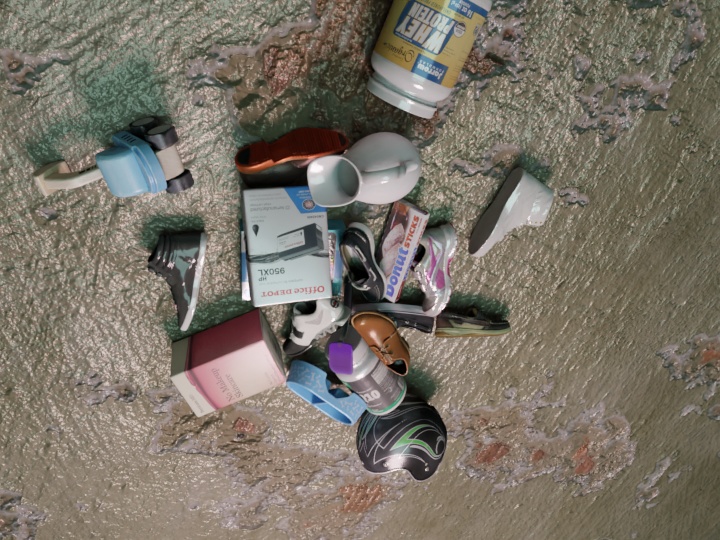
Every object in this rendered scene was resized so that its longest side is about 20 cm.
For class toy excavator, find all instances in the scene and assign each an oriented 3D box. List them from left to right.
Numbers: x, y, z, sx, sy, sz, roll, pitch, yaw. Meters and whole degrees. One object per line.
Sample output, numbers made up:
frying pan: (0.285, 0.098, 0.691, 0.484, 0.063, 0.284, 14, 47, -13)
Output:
toy excavator: (-0.399, -0.164, 0.903, 0.199, 0.194, 0.101, -32, 129, -28)

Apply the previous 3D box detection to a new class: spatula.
spatula: (-0.032, 0.110, 1.163, 0.056, 0.202, 0.021, 0, 167, 26)

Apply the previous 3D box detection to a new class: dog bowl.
dog bowl: (-0.078, 0.272, 1.245, 0.199, 0.111, 0.050, 37, 62, -15)

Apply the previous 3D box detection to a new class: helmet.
helmet: (0.088, 0.386, 1.330, 0.190, 0.201, 0.201, 29, 110, -25)

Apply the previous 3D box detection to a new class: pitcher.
pitcher: (0.036, -0.167, 0.955, 0.199, 0.170, 0.123, -24, 113, -46)

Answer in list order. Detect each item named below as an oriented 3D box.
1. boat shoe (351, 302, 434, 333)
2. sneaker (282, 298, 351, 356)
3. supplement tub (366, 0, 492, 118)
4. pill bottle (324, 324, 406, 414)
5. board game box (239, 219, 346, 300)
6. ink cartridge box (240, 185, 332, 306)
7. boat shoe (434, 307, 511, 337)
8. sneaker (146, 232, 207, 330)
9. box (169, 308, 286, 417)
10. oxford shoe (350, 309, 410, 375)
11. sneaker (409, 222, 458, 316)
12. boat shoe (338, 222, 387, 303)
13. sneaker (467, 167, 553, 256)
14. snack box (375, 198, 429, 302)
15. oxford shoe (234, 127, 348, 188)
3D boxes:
boat shoe: (0.071, 0.108, 1.217, 0.198, 0.070, 0.067, 7, 78, -26)
sneaker: (-0.112, 0.103, 1.159, 0.088, 0.074, 0.200, 39, 128, -17)
supplement tub: (0.103, -0.362, 0.899, 0.143, 0.145, 0.201, 14, 116, -23)
pill bottle: (0.011, 0.218, 1.251, 0.113, 0.113, 0.201, -32, 123, 6)
board game box: (-0.133, -0.021, 1.104, 0.198, 0.047, 0.152, -2, 122, -14)
ink cartridge box: (-0.131, -0.046, 1.006, 0.143, 0.084, 0.202, -6, 99, -14)
boat shoe: (0.258, 0.117, 1.282, 0.198, 0.073, 0.066, 0, 86, -28)
sneaker: (-0.349, 0.016, 1.059, 0.098, 0.071, 0.202, 8, 113, -18)
box: (-0.268, 0.188, 1.159, 0.198, 0.109, 0.129, -22, 125, -1)
oxford shoe: (0.049, 0.149, 1.161, 0.071, 0.072, 0.200, -28, 131, 21)
sneaker: (0.140, -0.002, 1.173, 0.087, 0.081, 0.202, 0, 109, -10)
boat shoe: (0.000, 0.000, 1.105, 0.075, 0.061, 0.201, 8, 137, 31)
sneaker: (0.315, -0.097, 1.163, 0.115, 0.074, 0.201, 23, 111, -23)
snack box: (0.073, -0.038, 1.138, 0.024, 0.071, 0.202, -27, 141, -55)
oxford shoe: (-0.117, -0.196, 0.999, 0.198, 0.072, 0.073, -12, 144, -3)
